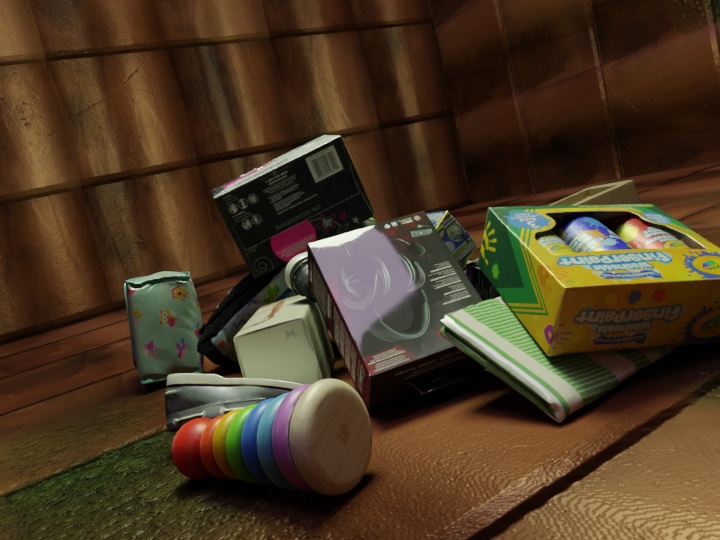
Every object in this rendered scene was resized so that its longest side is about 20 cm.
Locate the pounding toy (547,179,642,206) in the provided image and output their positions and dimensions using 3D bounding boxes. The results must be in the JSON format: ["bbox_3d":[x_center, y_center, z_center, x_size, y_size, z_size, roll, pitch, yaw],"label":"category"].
[{"bbox_3d":[0.386,-0.054,1.049,0.198,0.144,0.184,-23,5,-3],"label":"pounding toy"}]

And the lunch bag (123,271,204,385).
[{"bbox_3d":[-0.331,0.088,1.097,0.120,0.173,0.200,-8,4,-16],"label":"lunch bag"}]

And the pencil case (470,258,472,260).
[{"bbox_3d":[0.172,-0.009,1.220,0.077,0.091,0.200,-18,4,11],"label":"pencil case"}]

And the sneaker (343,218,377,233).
[{"bbox_3d":[-0.016,-0.016,0.971,0.083,0.078,0.200,17,35,21],"label":"sneaker"}]

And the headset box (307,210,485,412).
[{"bbox_3d":[0.044,0.045,0.695,0.147,0.078,0.201,-16,52,-15],"label":"headset box"}]

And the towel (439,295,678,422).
[{"bbox_3d":[0.192,0.060,0.616,0.198,0.024,0.152,-17,37,-36],"label":"towel"}]

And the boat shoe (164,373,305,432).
[{"bbox_3d":[-0.112,0.146,0.677,0.197,0.063,0.073,3,-19,11],"label":"boat shoe"}]

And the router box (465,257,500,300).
[{"bbox_3d":[0.256,0.004,0.884,0.148,0.052,0.199,17,27,38],"label":"router box"}]

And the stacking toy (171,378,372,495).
[{"bbox_3d":[-0.088,0.144,0.549,0.198,0.086,0.085,-15,5,38],"label":"stacking toy"}]

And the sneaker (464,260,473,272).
[{"bbox_3d":[0.187,0.004,0.995,0.081,0.075,0.200,31,24,17],"label":"sneaker"}]

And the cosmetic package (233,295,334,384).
[{"bbox_3d":[-0.089,0.098,0.815,0.086,0.105,0.200,-15,5,1],"label":"cosmetic package"}]

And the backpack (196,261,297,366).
[{"bbox_3d":[-0.143,0.055,1.021,0.201,0.153,0.163,-55,4,26],"label":"backpack"}]

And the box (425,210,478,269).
[{"bbox_3d":[0.064,0.023,0.826,0.201,0.070,0.064,-55,23,-19],"label":"box"}]

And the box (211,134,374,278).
[{"bbox_3d":[-0.103,-0.101,0.956,0.198,0.133,0.115,-28,17,-8],"label":"box"}]

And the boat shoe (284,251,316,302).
[{"bbox_3d":[0.000,0.000,0.858,0.198,0.077,0.060,-19,31,-26],"label":"boat shoe"}]

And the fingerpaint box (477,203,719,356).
[{"bbox_3d":[0.239,-0.001,0.628,0.197,0.074,0.167,-2,29,-13],"label":"fingerpaint box"}]
